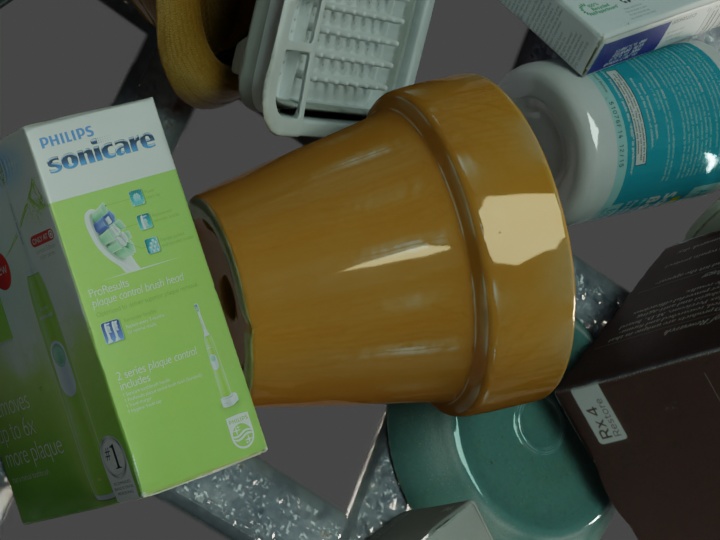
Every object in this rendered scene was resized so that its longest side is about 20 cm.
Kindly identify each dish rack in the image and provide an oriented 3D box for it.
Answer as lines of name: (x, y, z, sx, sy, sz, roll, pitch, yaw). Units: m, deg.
dish rack: (-0.013, -0.167, 1.316, 0.200, 0.043, 0.172, -2, 107, -64)

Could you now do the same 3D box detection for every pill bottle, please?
pill bottle: (0.188, -0.097, 1.466, 0.200, 0.111, 0.111, -12, 86, -36)

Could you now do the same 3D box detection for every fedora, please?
fedora: (-0.093, -0.197, 1.282, 0.201, 0.082, 0.201, -42, 141, -47)

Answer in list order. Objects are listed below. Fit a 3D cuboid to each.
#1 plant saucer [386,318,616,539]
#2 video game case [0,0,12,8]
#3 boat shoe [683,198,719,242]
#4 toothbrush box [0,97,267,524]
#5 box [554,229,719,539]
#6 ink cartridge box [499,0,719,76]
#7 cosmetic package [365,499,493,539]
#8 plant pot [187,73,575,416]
plant saucer: (0.108, 0.101, 1.408, 0.199, 0.036, 0.201, 9, 74, -33)
video game case: (-0.254, -0.208, 1.158, 0.200, 0.025, 0.181, -41, 102, -33)
boat shoe: (0.302, -0.058, 1.487, 0.075, 0.200, 0.062, 45, 44, 6)
toothbrush box: (-0.149, 0.025, 1.175, 0.086, 0.145, 0.201, -17, 89, -36)
box: (0.265, 0.077, 1.417, 0.166, 0.164, 0.200, 59, 41, -14)
ink cartridge box: (0.146, -0.226, 1.473, 0.196, 0.043, 0.200, -23, 59, -44)
cosmetic package: (0.057, 0.251, 1.307, 0.107, 0.090, 0.200, -30, 94, -36)
plant pot: (0.000, 0.000, 1.270, 0.183, 0.200, 0.201, -13, 87, -19)
